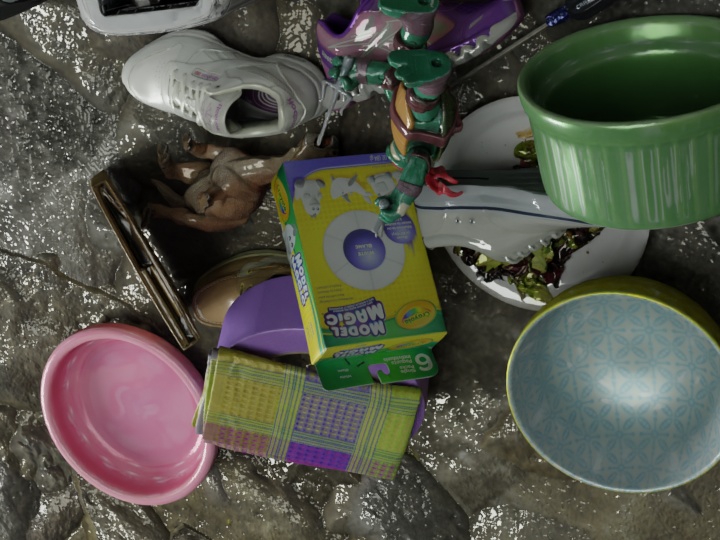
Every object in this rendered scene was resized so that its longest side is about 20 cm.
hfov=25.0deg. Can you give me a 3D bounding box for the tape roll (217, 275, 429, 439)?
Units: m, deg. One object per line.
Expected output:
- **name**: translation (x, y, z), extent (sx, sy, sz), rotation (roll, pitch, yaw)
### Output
- **tape roll**: translation (-0.035, 0.092, 1.495), extent (0.198, 0.066, 0.201), rotation (6, 140, 5)

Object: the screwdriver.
- **screwdriver**: translation (0.141, -0.199, 1.352), extent (0.199, 0.028, 0.029), rotation (-26, 130, 27)

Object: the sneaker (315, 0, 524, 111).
- **sneaker**: translation (0.041, -0.204, 1.370), extent (0.199, 0.080, 0.089), rotation (-16, 99, 29)

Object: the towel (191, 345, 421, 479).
- **towel**: translation (-0.052, 0.129, 1.475), extent (0.198, 0.023, 0.144), rotation (12, 139, -3)

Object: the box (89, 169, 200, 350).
- **box**: translation (-0.202, -0.015, 1.501), extent (0.021, 0.200, 0.164), rotation (-31, 100, -4)

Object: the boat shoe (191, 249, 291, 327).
- **boat shoe**: translation (-0.081, 0.022, 1.529), extent (0.198, 0.066, 0.075), rotation (-12, 108, 27)

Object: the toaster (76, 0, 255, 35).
- **toaster**: translation (-0.156, -0.266, 1.390), extent (0.198, 0.129, 0.115), rotation (-1, 114, 23)

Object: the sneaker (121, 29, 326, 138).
- **sneaker**: translation (-0.132, -0.164, 1.446), extent (0.198, 0.100, 0.076), rotation (9, 118, 21)

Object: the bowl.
- **bowl**: translation (0.232, 0.078, 1.392), extent (0.198, 0.108, 0.202), rotation (9, 123, 14)

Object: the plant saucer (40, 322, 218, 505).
- **plant saucer**: translation (-0.229, 0.141, 1.657), extent (0.199, 0.051, 0.202), rotation (10, 118, 19)

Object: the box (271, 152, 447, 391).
- **box**: translation (0.000, 0.000, 1.402), extent (0.048, 0.116, 0.202), rotation (131, 129, -63)

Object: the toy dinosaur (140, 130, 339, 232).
- **toy dinosaur**: translation (-0.117, -0.069, 1.501), extent (0.199, 0.135, 0.087), rotation (-17, 66, 50)

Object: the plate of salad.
- **plate of salad**: translation (0.151, -0.052, 1.407), extent (0.198, 0.048, 0.202), rotation (9, 117, 18)

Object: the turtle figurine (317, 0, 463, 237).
- **turtle figurine**: translation (0.032, -0.126, 1.308), extent (0.150, 0.100, 0.201), rotation (61, 158, 28)

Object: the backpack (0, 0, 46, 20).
- **backpack**: translation (-0.336, -0.324, 1.414), extent (0.149, 0.178, 0.202), rotation (-21, 97, 14)

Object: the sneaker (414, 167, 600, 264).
- **sneaker**: translation (0.136, -0.044, 1.357), extent (0.198, 0.073, 0.072), rotation (6, 114, 34)

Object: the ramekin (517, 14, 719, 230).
- **ramekin**: translation (0.226, -0.115, 1.263), extent (0.198, 0.200, 0.099), rotation (2, 122, 22)
